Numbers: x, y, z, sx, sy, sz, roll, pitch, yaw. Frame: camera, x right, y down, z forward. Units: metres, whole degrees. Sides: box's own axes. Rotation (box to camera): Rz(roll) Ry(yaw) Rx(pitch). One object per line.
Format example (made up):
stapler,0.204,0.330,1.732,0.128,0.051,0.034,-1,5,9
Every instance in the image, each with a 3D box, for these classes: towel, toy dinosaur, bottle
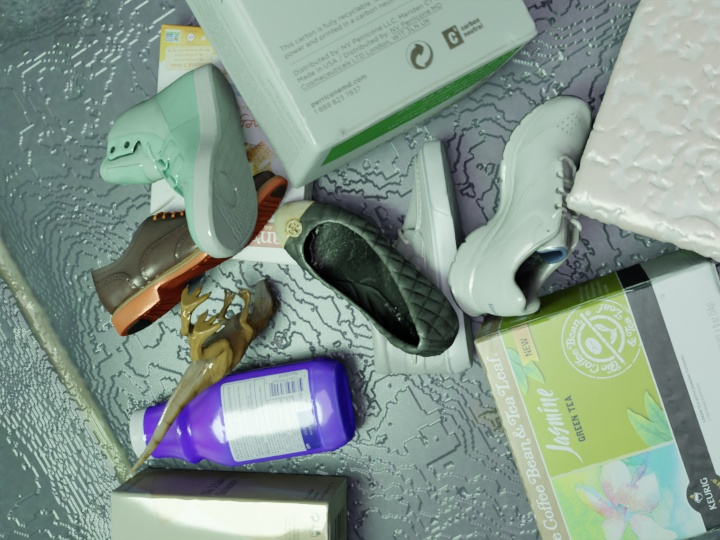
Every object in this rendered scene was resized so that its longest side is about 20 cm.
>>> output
towel,0.277,-0.105,0.872,0.198,0.032,0.193,20,93,20
toy dinosaur,-0.129,0.077,0.988,0.060,0.107,0.200,21,56,34
bottle,-0.107,0.133,1.043,0.198,0.065,0.084,-11,88,11

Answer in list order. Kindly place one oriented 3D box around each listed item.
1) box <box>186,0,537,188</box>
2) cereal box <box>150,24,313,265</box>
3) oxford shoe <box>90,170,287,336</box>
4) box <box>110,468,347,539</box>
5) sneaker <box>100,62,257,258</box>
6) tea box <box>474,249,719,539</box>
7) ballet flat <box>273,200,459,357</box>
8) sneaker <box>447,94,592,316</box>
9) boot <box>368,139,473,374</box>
box,-0.009,-0.204,0.910,0.198,0.171,0.201,-29,91,-11
cereal box,-0.111,-0.111,1.032,0.142,0.040,0.202,5,97,10
oxford shoe,-0.150,-0.029,0.995,0.199,0.071,0.073,-38,80,9
box,-0.115,0.229,1.042,0.198,0.095,0.079,1,95,9
sneaker,-0.153,-0.071,0.950,0.117,0.074,0.202,-24,47,15
tea box,0.217,0.110,0.949,0.195,0.134,0.202,-20,92,12
ballet flat,0.000,0.000,0.960,0.199,0.057,0.067,36,108,25
sneaker,0.150,-0.048,0.949,0.074,0.087,0.202,27,83,-38
boot,0.040,-0.007,1.000,0.095,0.074,0.202,-6,92,11
